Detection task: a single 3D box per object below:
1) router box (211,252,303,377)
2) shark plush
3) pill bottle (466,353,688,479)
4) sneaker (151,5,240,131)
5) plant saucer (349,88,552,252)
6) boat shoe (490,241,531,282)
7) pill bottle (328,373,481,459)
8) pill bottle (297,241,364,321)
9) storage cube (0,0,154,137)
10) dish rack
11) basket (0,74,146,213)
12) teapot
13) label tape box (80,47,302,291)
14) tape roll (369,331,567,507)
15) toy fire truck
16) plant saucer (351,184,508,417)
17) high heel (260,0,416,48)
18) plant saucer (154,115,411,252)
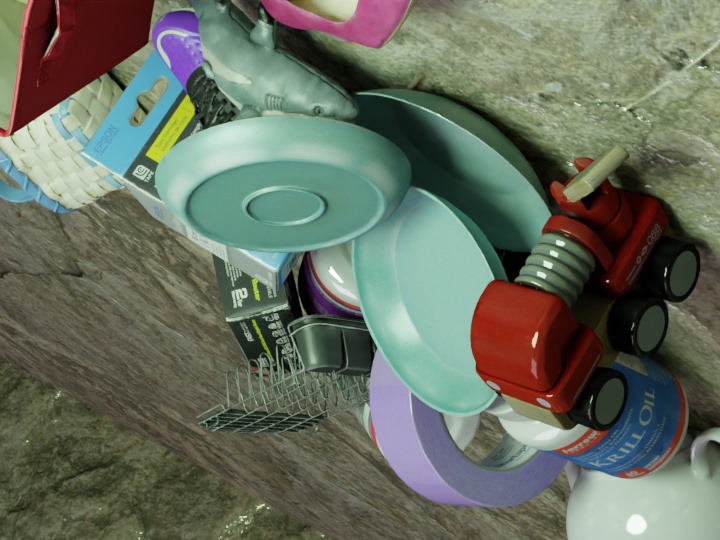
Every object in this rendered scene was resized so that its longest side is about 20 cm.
[{"bbox_3d":[-0.104,-0.016,1.534,0.062,0.201,0.150,-15,154,0],"label":"router box"},{"bbox_3d":[-0.076,-0.178,1.240,0.200,0.091,0.083,61,144,13],"label":"shark plush"},{"bbox_3d":[0.185,0.108,1.385,0.200,0.113,0.112,22,174,-41],"label":"pill bottle"},{"bbox_3d":[-0.100,-0.128,1.299,0.200,0.100,0.070,41,135,-2],"label":"sneaker"},{"bbox_3d":[0.072,-0.089,1.260,0.201,0.039,0.201,29,163,10],"label":"plant saucer"},{"bbox_3d":[0.120,-0.005,1.351,0.200,0.075,0.062,15,155,29],"label":"boat shoe"},{"bbox_3d":[0.032,0.104,1.621,0.111,0.111,0.200,47,-177,-39],"label":"pill bottle"},{"bbox_3d":[0.000,0.000,1.507,0.112,0.113,0.200,32,163,2],"label":"pill bottle"},{"bbox_3d":[-0.246,-0.231,1.095,0.200,0.180,0.171,30,128,12],"label":"storage cube"},{"bbox_3d":[-0.053,0.106,1.510,0.153,0.055,0.200,11,150,-43],"label":"dish rack"},{"bbox_3d":[-0.326,-0.139,1.626,0.199,0.139,0.176,-11,143,22],"label":"basket"},{"bbox_3d":[0.282,0.209,1.531,0.197,0.199,0.147,-47,-58,-77],"label":"teapot"},{"bbox_3d":[-0.118,-0.098,1.395,0.200,0.144,0.063,31,165,8],"label":"label tape box"},{"bbox_3d":[0.107,0.113,1.455,0.200,0.200,0.066,40,155,-24],"label":"tape roll"},{"bbox_3d":[0.149,-0.002,1.124,0.128,0.176,0.200,17,157,43],"label":"toy fire truck"},{"bbox_3d":[0.066,0.020,1.312,0.200,0.036,0.201,33,134,42],"label":"plant saucer"},{"bbox_3d":[-0.019,-0.197,1.077,0.096,0.068,0.200,26,178,-15],"label":"high heel"},{"bbox_3d":[-0.059,-0.059,1.242,0.199,0.028,0.200,-2,156,-1],"label":"plant saucer"}]
